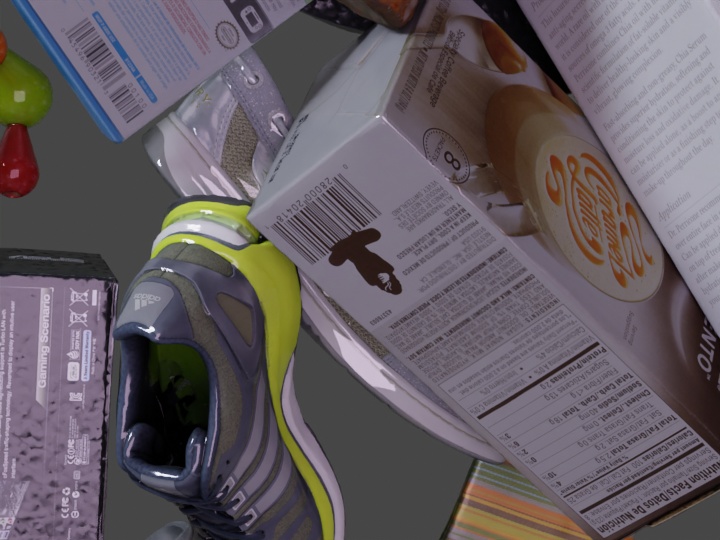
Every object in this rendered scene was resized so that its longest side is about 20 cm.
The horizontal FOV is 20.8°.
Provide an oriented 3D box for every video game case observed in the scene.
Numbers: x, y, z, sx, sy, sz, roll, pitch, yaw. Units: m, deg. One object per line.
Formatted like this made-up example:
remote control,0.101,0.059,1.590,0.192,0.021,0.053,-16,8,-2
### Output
video game case,-0.053,-0.163,0.738,0.200,0.018,0.143,-38,115,-10

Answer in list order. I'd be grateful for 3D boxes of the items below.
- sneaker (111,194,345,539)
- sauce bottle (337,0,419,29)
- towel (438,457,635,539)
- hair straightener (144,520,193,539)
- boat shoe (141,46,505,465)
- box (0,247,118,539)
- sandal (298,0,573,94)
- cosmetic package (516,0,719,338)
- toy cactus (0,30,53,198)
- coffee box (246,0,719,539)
sneaker,-0.061,0.074,0.776,0.074,0.081,0.200,4,122,28
sauce bottle,0.042,-0.188,0.727,0.066,0.066,0.200,33,89,-13
towel,0.104,0.050,0.864,0.086,0.018,0.200,20,92,-17
hair straightener,-0.145,0.151,0.730,0.200,0.041,0.077,-32,101,-2
boat shoe,-0.001,-0.001,0.808,0.065,0.074,0.202,-45,96,1
box,-0.184,0.092,0.774,0.163,0.086,0.201,2,96,-12
sandal,0.013,-0.127,0.813,0.200,0.048,0.075,26,90,-26
cosmetic package,0.134,-0.087,0.747,0.071,0.101,0.200,-25,80,-28
toy cactus,-0.203,-0.120,0.755,0.199,0.102,0.165,18,74,-10
coffee box,0.064,-0.003,0.768,0.200,0.114,0.080,43,126,-16
